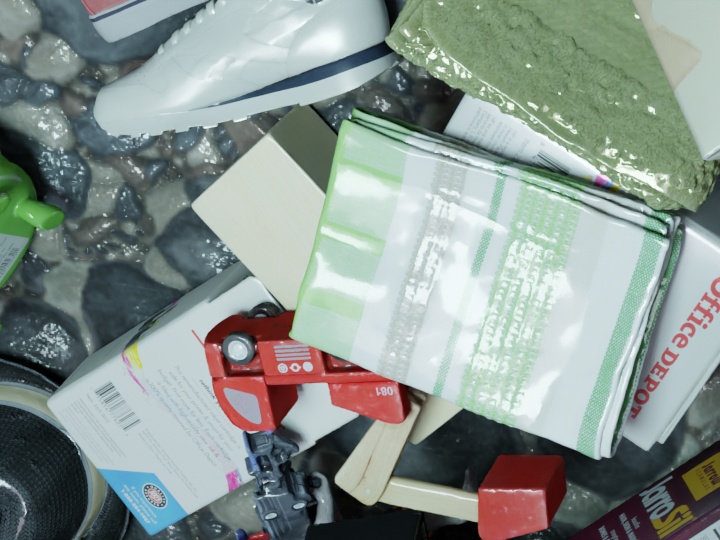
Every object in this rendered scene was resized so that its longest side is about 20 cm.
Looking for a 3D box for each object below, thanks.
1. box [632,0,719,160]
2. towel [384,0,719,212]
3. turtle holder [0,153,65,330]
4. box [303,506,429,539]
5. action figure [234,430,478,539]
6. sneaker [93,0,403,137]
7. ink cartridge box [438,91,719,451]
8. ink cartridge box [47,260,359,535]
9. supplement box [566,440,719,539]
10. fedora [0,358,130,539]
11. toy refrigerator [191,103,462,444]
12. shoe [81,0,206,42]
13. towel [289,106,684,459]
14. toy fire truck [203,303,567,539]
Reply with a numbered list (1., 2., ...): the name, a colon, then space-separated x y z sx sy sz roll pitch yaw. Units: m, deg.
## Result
1. box: 0.186 -0.163 1.276 0.078 0.095 0.200 -30 76 35
2. towel: 0.129 -0.135 1.353 0.200 0.036 0.148 31 86 8
3. turtle holder: -0.294 -0.026 1.568 0.132 0.185 0.141 39 129 19
4. box: 0.017 0.262 1.470 0.079 0.141 0.200 -10 107 12
5. action figure: -0.012 0.180 1.559 0.193 0.105 0.200 -14 143 14
6. sneaker: -0.073 -0.132 1.478 0.200 0.076 0.081 -14 103 22
7. ink cartridge box: 0.130 -0.015 1.428 0.200 0.085 0.145 35 125 6
8. ink cartridge box: -0.089 0.073 1.590 0.200 0.068 0.115 -31 101 35
9. supplement box: 0.159 0.199 1.463 0.200 0.110 0.086 -34 100 4
10. fedora: -0.258 0.157 1.700 0.200 0.092 0.201 11 120 20
11. toy refrigerator: 0.000 0.000 1.510 0.200 0.070 0.076 46 120 -5
12. shoe: -0.101 -0.207 1.444 0.200 0.071 0.091 -20 111 37
13. towel: 0.065 0.008 1.383 0.200 0.031 0.149 20 109 13
14. toy fire truck: 0.013 0.089 1.477 0.200 0.049 0.141 -4 111 21
